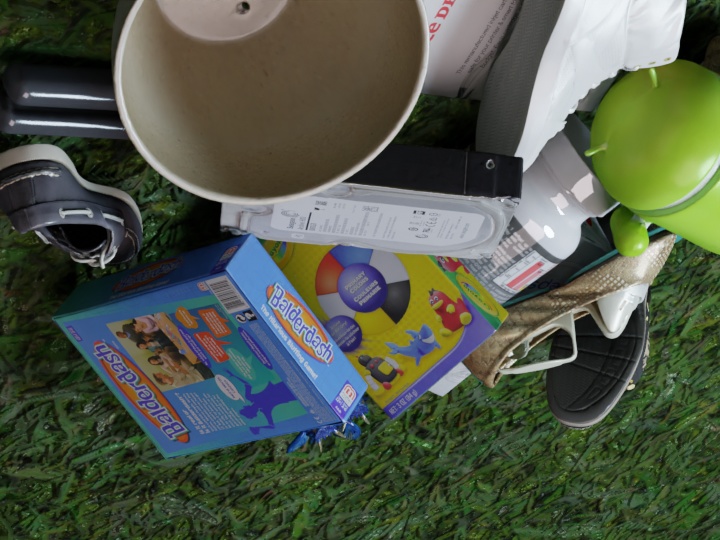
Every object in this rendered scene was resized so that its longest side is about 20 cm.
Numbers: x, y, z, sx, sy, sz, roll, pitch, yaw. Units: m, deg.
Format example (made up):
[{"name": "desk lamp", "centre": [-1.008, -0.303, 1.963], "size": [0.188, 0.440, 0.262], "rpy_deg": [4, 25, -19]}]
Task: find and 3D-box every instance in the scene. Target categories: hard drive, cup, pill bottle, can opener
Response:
[{"name": "hard drive", "centre": [0.004, -0.051, 1.524], "size": [0.200, 0.038, 0.140], "rpy_deg": [7, 163, -4]}, {"name": "cup", "centre": [-0.071, -0.163, 1.410], "size": [0.200, 0.143, 0.200], "rpy_deg": [-8, 124, -13]}, {"name": "pill bottle", "centre": [0.097, -0.035, 1.707], "size": [0.200, 0.116, 0.116], "rpy_deg": [-36, 142, 17]}, {"name": "can opener", "centre": [-0.155, -0.103, 1.523], "size": [0.200, 0.067, 0.053], "rpy_deg": [0, 138, -39]}]

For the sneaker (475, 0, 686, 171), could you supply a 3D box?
[{"name": "sneaker", "centre": [0.156, -0.135, 1.506], "size": [0.116, 0.074, 0.200], "rpy_deg": [-1, 139, -23]}]

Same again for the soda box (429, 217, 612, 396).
[{"name": "soda box", "centre": [0.109, 0.015, 1.820], "size": [0.200, 0.068, 0.063], "rpy_deg": [-41, 141, 21]}]

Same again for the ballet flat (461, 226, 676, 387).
[{"name": "ballet flat", "centre": [0.171, 0.035, 1.758], "size": [0.200, 0.065, 0.071], "rpy_deg": [-27, 168, 9]}]

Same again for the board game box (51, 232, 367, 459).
[{"name": "board game box", "centre": [-0.114, 0.060, 1.640], "size": [0.200, 0.045, 0.152], "rpy_deg": [-15, 120, 42]}]

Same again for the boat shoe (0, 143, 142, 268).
[{"name": "boat shoe", "centre": [-0.205, -0.028, 1.567], "size": [0.073, 0.063, 0.200], "rpy_deg": [-18, 160, 10]}]

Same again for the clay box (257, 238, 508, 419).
[{"name": "clay box", "centre": [0.000, 0.000, 1.649], "size": [0.115, 0.200, 0.048], "rpy_deg": [-43, -178, 24]}]

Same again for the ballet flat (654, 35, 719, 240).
[{"name": "ballet flat", "centre": [0.266, -0.108, 1.745], "size": [0.071, 0.065, 0.200], "rpy_deg": [-33, 156, -45]}]

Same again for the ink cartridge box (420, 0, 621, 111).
[{"name": "ink cartridge box", "centre": [0.102, -0.194, 1.535], "size": [0.200, 0.084, 0.145], "rpy_deg": [3, 137, -33]}]

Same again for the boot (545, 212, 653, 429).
[{"name": "boot", "centre": [0.204, 0.069, 1.859], "size": [0.073, 0.200, 0.151], "rpy_deg": [10, 151, 10]}]

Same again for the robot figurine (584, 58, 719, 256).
[{"name": "robot figurine", "centre": [0.249, -0.081, 1.607], "size": [0.200, 0.116, 0.175], "rpy_deg": [24, 108, -41]}]

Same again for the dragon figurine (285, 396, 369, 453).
[{"name": "dragon figurine", "centre": [-0.036, 0.111, 1.745], "size": [0.059, 0.099, 0.200], "rpy_deg": [-14, 160, -12]}]
